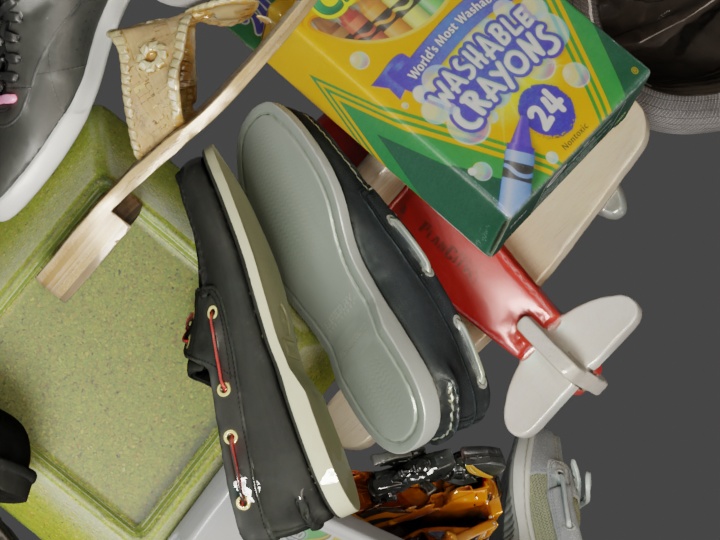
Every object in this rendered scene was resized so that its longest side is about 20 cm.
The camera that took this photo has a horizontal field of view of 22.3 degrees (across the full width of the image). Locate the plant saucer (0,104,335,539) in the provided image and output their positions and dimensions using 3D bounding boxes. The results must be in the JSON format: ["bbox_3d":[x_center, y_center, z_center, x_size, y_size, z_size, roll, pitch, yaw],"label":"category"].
[{"bbox_3d":[-0.126,0.046,0.961,0.199,0.048,0.201,39,82,-6],"label":"plant saucer"}]

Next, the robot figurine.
[{"bbox_3d":[-0.006,0.156,1.062,0.198,0.145,0.059,-11,64,-18],"label":"robot figurine"}]

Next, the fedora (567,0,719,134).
[{"bbox_3d":[0.194,-0.176,1.100,0.198,0.090,0.179,-18,110,-17],"label":"fedora"}]

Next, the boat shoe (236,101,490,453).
[{"bbox_3d":[0.000,0.000,0.954,0.060,0.076,0.201,-13,73,-42],"label":"boat shoe"}]

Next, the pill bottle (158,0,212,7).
[{"bbox_3d":[-0.075,-0.241,0.889,0.113,0.114,0.202,-14,84,-25],"label":"pill bottle"}]

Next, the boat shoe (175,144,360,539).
[{"bbox_3d":[-0.060,0.034,0.904,0.063,0.074,0.203,-20,73,7],"label":"boat shoe"}]

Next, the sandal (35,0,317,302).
[{"bbox_3d":[-0.105,-0.086,0.897,0.070,0.078,0.212,40,95,-8],"label":"sandal"}]

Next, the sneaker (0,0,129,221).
[{"bbox_3d":[-0.175,-0.131,0.923,0.099,0.071,0.202,25,85,-30],"label":"sneaker"}]

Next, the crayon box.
[{"bbox_3d":[0.037,-0.120,0.971,0.200,0.052,0.126,41,64,10],"label":"crayon box"}]

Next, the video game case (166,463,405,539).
[{"bbox_3d":[-0.044,0.210,0.992,0.199,0.023,0.183,28,106,-33],"label":"video game case"}]

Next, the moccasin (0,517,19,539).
[{"bbox_3d":[-0.241,0.134,0.949,0.078,0.074,0.201,-49,120,-7],"label":"moccasin"}]

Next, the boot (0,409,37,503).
[{"bbox_3d":[-0.224,0.006,0.884,0.210,0.079,0.159,31,71,-18],"label":"boot"}]

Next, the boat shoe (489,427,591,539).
[{"bbox_3d":[0.112,0.167,1.091,0.064,0.203,0.075,12,120,-4],"label":"boat shoe"}]

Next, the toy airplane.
[{"bbox_3d":[0.069,0.000,1.049,0.198,0.141,0.201,-3,93,5],"label":"toy airplane"}]
